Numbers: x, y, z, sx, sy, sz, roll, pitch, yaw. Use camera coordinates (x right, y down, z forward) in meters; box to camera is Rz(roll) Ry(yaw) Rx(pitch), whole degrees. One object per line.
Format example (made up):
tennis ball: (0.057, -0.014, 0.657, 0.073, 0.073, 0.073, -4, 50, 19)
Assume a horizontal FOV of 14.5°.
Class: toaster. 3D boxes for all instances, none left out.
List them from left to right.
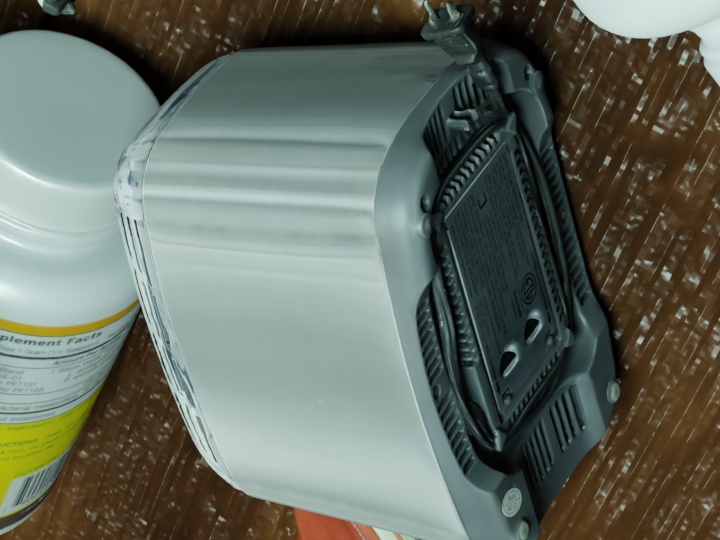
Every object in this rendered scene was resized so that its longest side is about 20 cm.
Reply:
toaster: (0.000, 0.000, 0.972, 0.128, 0.114, 0.201, 4, 128, 31)

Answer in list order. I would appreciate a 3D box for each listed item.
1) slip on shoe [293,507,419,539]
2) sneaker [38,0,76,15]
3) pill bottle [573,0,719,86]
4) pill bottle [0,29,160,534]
slip on shoe: (-0.006, 0.146, 1.107, 0.074, 0.061, 0.201, 43, 147, 45)
sneaker: (-0.096, -0.174, 0.930, 0.090, 0.067, 0.200, 35, 136, 0)
pill bottle: (0.080, -0.145, 0.816, 0.110, 0.111, 0.200, -27, 106, 41)
pill bottle: (-0.139, 0.006, 1.061, 0.109, 0.109, 0.200, 34, 133, 5)
